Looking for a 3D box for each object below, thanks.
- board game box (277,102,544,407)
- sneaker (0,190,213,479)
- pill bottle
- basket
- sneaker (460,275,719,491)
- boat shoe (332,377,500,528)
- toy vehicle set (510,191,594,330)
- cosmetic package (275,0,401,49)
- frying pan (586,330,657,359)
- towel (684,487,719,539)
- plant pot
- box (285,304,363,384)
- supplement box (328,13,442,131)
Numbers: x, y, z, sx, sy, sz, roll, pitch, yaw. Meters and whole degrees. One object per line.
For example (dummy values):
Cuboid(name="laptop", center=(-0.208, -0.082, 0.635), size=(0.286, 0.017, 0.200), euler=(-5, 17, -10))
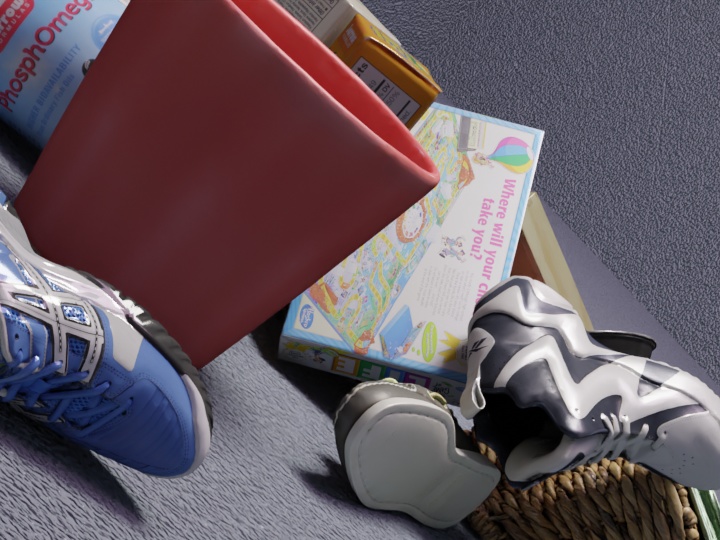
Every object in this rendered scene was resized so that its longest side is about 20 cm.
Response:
Cuboid(name="board game box", center=(0.034, -0.018, 1.584), size=(0.134, 0.201, 0.034), euler=(15, -30, 2))
Cuboid(name="sneaker", center=(-0.147, 0.034, 1.048), size=(0.200, 0.076, 0.077), euler=(39, 31, -22))
Cuboid(name="pill bottle", center=(-0.183, -0.131, 1.492), size=(0.200, 0.109, 0.109), euler=(37, 8, 6))
Cuboid(name="basket", center=(0.152, 0.180, 1.665), size=(0.200, 0.148, 0.144), euler=(-99, 173, -77))
Cuboid(name="sneaker", center=(0.141, 0.104, 1.486), size=(0.199, 0.079, 0.130), euler=(39, 44, -14))
Cuboid(name="boat shoe", center=(0.023, 0.101, 1.440), size=(0.060, 0.072, 0.202), euler=(50, 4, 26))
Cuboid(name="toy vehicle set", center=(0.066, 0.006, 1.723), size=(0.199, 0.026, 0.125), euler=(0, -58, 46))
Cuboid(name="cosmetic package", center=(-0.081, -0.113, 1.580), size=(0.105, 0.200, 0.071), euler=(49, 10, 33))
Cuboid(name="frying pan", center=(0.138, 0.069, 1.628), size=(0.190, 0.114, 0.031), euler=(89, -3, -75))
Cuboid(name="towel", center=(0.251, 0.226, 1.646), size=(0.201, 0.023, 0.153), euler=(72, 4, -49))
Cuboid(name="plant pot", center=(-0.085, -0.055, 1.352), size=(0.200, 0.177, 0.200), euler=(42, 8, -7))
Cuboid(name="box", center=(0.000, 0.000, 1.653), size=(0.200, 0.095, 0.103), euler=(45, -14, 18))
Cuboid(name="supplement box", center=(-0.039, -0.061, 1.514), size=(0.069, 0.200, 0.067), euler=(40, 8, -18))
